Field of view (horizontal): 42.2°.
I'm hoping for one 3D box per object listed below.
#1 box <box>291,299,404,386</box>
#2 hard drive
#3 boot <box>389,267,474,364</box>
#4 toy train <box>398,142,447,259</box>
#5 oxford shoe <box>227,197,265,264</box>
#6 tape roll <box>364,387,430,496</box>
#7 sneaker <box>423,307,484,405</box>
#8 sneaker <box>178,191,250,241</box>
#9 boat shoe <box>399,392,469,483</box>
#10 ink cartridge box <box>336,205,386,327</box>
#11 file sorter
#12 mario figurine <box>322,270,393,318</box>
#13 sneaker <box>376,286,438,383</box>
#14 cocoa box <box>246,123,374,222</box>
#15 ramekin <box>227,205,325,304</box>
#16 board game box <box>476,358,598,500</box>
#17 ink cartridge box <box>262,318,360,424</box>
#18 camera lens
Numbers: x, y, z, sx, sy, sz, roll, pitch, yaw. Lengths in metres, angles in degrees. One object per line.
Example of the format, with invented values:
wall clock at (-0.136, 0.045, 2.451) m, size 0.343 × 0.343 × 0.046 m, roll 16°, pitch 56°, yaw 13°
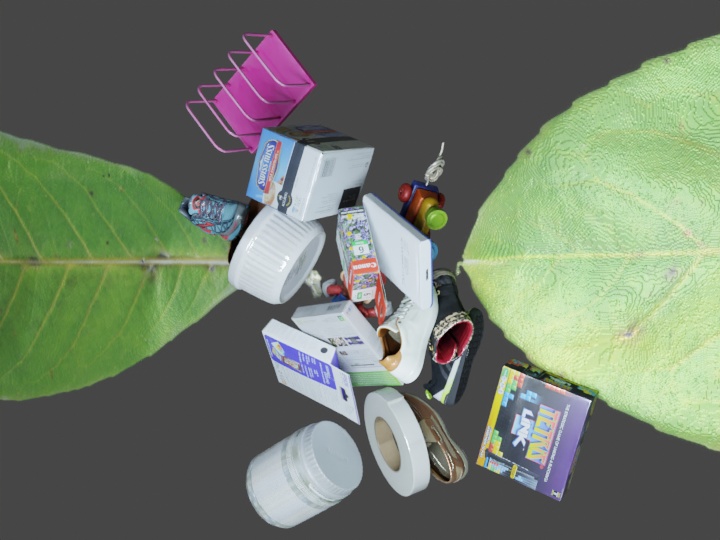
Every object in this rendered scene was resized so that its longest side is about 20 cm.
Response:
box at (-0.019, 0.139, 1.730) m, size 0.144 × 0.036 × 0.200 m, roll -8°, pitch 128°, yaw 45°
hard drive at (0.064, -0.036, 1.614) m, size 0.200 × 0.025 × 0.133 m, roll 44°, pitch 145°, yaw 51°
boot at (0.122, 0.111, 1.666) m, size 0.200 × 0.073 × 0.151 m, roll -52°, pitch 32°, yaw 20°
toy train at (0.120, -0.114, 1.627) m, size 0.116 × 0.084 × 0.201 m, roll -118°, pitch 46°, yaw -59°
oxford shoe at (-0.211, -0.092, 1.850) m, size 0.071 × 0.071 × 0.201 m, roll 30°, pitch 111°, yaw 22°
tape roll at (0.066, 0.317, 1.733) m, size 0.203 × 0.037 × 0.204 m, roll 52°, pitch 151°, yaw 45°
sneaker at (0.160, 0.153, 1.695) m, size 0.082 × 0.072 × 0.201 m, roll 24°, pitch 110°, yaw 23°
sneaker at (-0.294, -0.110, 1.834) m, size 0.199 × 0.095 × 0.080 m, roll 3°, pitch 69°, yaw 52°
boat shoe at (0.123, 0.313, 1.746) m, size 0.200 × 0.072 × 0.076 m, roll 47°, pitch 117°, yaw 13°
ink cartridge box at (0.000, 0.000, 1.642) m, size 0.050 × 0.109 × 0.201 m, roll -8°, pitch 63°, yaw -8°
file sorter at (-0.215, -0.336, 1.771) m, size 0.200 × 0.125 × 0.139 m, roll -42°, pitch 80°, yaw 28°
mario figurine at (-0.007, 0.055, 1.780) m, size 0.123 × 0.106 × 0.200 m, roll 23°, pitch 127°, yaw -16°
sneaker at (0.077, 0.086, 1.598) m, size 0.084 × 0.201 × 0.073 m, roll 33°, pitch 141°, yaw -27°
cocoa box at (-0.089, -0.181, 1.690) m, size 0.131 × 0.200 × 0.134 m, roll 26°, pitch 111°, yaw 22°
ramekin at (-0.151, -0.031, 1.762) m, size 0.105 × 0.200 × 0.201 m, roll 32°, pitch 114°, yaw 9°
board game box at (0.309, 0.280, 1.648) m, size 0.165 × 0.057 × 0.201 m, roll 20°, pitch 109°, yaw 25°
ink cartridge box at (-0.084, 0.195, 1.790) m, size 0.199 × 0.043 × 0.199 m, roll 25°, pitch 150°, yaw 22°
camera lens at (-0.115, 0.404, 1.843) m, size 0.200 × 0.160 × 0.161 m, roll -34°, pitch 83°, yaw 29°
